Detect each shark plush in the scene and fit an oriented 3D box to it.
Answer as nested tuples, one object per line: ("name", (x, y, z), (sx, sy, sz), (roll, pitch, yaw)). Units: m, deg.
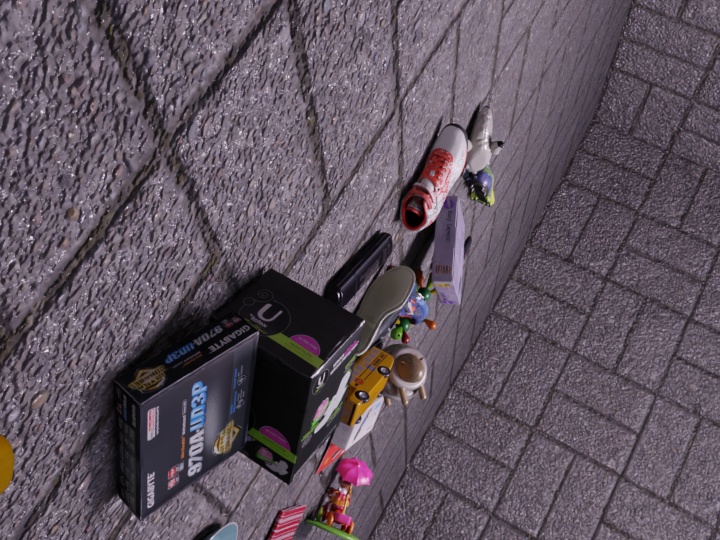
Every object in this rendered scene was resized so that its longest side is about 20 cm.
("shark plush", (0.260, -0.260, 1.700), (0.201, 0.089, 0.084), (77, 12, -60))

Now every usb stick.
("usb stick", (0.000, 0.000, 1.318), (0.200, 0.032, 0.056), (-47, 150, -47))

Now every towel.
("towel", (-0.186, 0.593, 1.669), (0.202, 0.022, 0.145), (-65, 163, -3))

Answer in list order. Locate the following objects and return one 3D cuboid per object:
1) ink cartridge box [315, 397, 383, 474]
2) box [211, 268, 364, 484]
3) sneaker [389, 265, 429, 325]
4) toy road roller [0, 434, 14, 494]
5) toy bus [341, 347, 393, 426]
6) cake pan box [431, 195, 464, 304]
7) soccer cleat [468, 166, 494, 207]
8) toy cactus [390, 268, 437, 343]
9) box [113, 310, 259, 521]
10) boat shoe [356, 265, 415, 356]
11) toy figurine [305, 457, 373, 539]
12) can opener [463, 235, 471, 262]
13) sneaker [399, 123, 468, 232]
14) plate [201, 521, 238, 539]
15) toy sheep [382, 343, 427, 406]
("ink cartridge box", (-0.020, 0.380, 1.831), (0.178, 0.044, 0.200), (-68, 164, 11))
("box", (-0.100, 0.131, 0.979), (0.124, 0.147, 0.202), (-43, 155, -47))
("sneaker", (0.081, 0.064, 1.614), (0.079, 0.075, 0.200), (-49, 147, -10))
("toy road roller", (-0.273, 0.109, 0.454), (0.146, 0.121, 0.202), (-65, 175, -65))
("toy bus", (0.004, 0.235, 1.614), (0.200, 0.078, 0.066), (-39, 153, -56))
("cake pan box", (0.194, -0.045, 1.713), (0.184, 0.052, 0.203), (57, 37, -72))
("soccer cleat", (0.302, -0.211, 1.915), (0.200, 0.064, 0.085), (38, 72, -75))
("toy cactus", (0.129, 0.091, 1.799), (0.165, 0.101, 0.202), (107, 7, -64))
("box", (-0.190, 0.159, 0.864), (0.158, 0.046, 0.202), (-31, 145, -41))
("boat shoe", (0.036, 0.081, 1.488), (0.201, 0.074, 0.066), (-59, 166, -17))
("toy figurine", (-0.038, 0.553, 1.936), (0.200, 0.149, 0.186), (138, -26, -71))
("can opener", (0.239, -0.042, 1.971), (0.200, 0.063, 0.079), (-41, 152, -55))
("sneaker", (0.133, -0.163, 1.427), (0.108, 0.067, 0.203), (-38, 153, -62))
("plate", (-0.261, 0.486, 1.248), (0.201, 0.025, 0.201), (-57, 164, -26))
("toy sheep", (0.085, 0.231, 1.767), (0.139, 0.138, 0.199), (-56, -165, -25))
